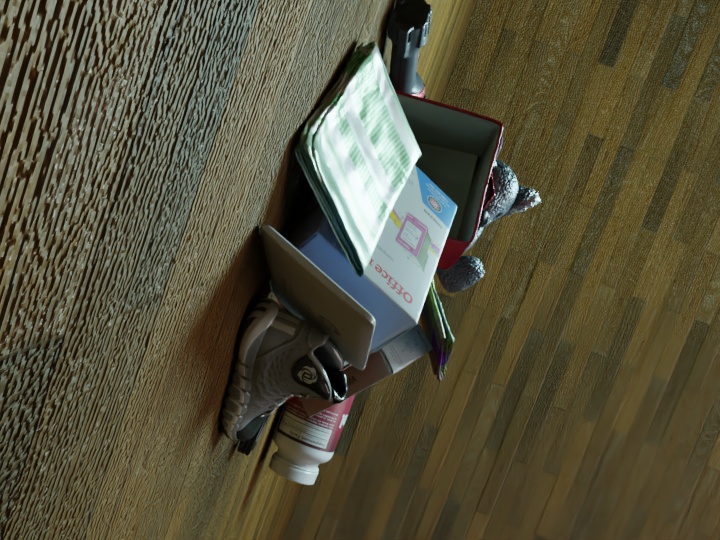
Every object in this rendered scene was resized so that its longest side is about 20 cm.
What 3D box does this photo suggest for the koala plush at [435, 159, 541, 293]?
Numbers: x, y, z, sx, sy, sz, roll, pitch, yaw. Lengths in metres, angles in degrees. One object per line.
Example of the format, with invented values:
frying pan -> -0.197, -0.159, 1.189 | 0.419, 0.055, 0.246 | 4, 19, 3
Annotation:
koala plush -> 0.170, -0.108, 1.277 | 0.200, 0.177, 0.185 | -39, -157, 35

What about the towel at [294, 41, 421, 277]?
towel -> 0.005, -0.118, 0.792 | 0.154, 0.023, 0.201 | 63, 34, -32

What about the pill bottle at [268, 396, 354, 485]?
pill bottle -> -0.084, 0.257, 1.380 | 0.113, 0.112, 0.202 | 53, 58, -85

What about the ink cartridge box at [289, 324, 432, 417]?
ink cartridge box -> -0.023, 0.152, 1.072 | 0.173, 0.044, 0.199 | -26, 174, -45

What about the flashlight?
flashlight -> 0.061, -0.277, 1.051 | 0.067, 0.068, 0.201 | -25, 159, -12

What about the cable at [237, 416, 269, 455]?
cable -> -0.114, 0.135, 1.033 | 0.201, 0.050, 0.097 | -58, -167, -2

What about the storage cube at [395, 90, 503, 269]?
storage cube -> 0.077, -0.117, 1.095 | 0.180, 0.198, 0.173 | 108, -2, -79

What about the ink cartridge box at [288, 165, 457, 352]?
ink cartridge box -> 0.013, -0.037, 0.872 | 0.084, 0.144, 0.201 | -34, -157, 42

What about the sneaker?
sneaker -> -0.074, 0.126, 0.820 | 0.075, 0.114, 0.201 | -65, 174, -47

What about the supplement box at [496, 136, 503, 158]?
supplement box -> 0.133, -0.206, 1.373 | 0.061, 0.198, 0.110 | -62, 173, -60

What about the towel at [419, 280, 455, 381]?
towel -> 0.097, 0.058, 1.080 | 0.200, 0.022, 0.145 | 83, -5, -68

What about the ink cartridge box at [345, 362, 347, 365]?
ink cartridge box -> 0.004, 0.085, 1.204 | 0.200, 0.174, 0.085 | 89, -18, -78

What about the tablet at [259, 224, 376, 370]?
tablet -> -0.041, 0.034, 0.755 | 0.014, 0.130, 0.200 | -47, 170, -15
